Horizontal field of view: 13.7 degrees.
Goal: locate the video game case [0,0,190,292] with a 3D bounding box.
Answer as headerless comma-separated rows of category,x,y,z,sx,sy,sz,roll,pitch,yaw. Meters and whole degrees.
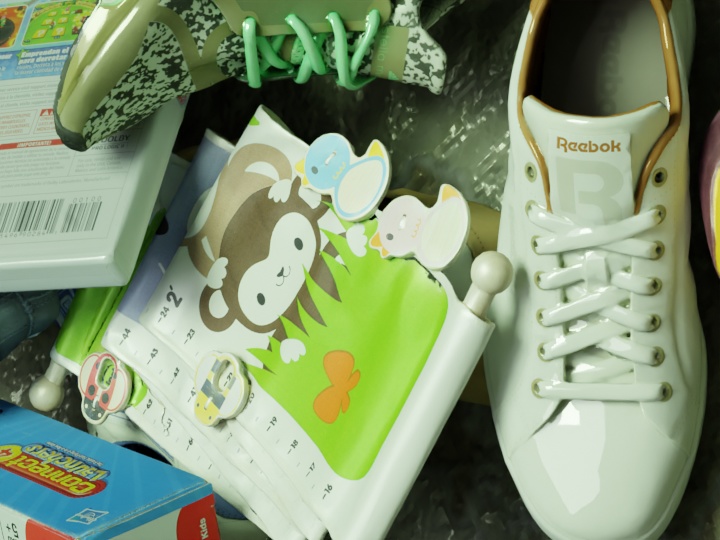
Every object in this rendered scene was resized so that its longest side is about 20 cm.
video game case,-0.121,-0.077,1.082,0.143,0.018,0.200,-3,53,26

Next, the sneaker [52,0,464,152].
sneaker,-0.010,-0.090,1.002,0.200,0.077,0.089,-34,72,-8

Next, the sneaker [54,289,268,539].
sneaker,-0.089,0.027,1.124,0.200,0.075,0.088,40,114,42

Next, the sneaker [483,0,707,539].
sneaker,0.069,-0.010,0.943,0.073,0.085,0.200,-1,85,13

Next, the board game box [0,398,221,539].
board game box,-0.115,0.152,1.089,0.200,0.056,0.196,15,120,51

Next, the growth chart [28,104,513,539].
growth chart,-0.033,0.017,1.013,0.200,0.018,0.145,30,104,45

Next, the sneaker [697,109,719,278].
sneaker,0.139,0.025,0.874,0.075,0.090,0.200,-46,56,33

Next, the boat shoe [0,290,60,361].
boat shoe,-0.170,-0.004,1.138,0.200,0.062,0.075,22,136,64

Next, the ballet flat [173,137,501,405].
ballet flat,0.000,0.000,1.042,0.200,0.063,0.069,21,102,45
